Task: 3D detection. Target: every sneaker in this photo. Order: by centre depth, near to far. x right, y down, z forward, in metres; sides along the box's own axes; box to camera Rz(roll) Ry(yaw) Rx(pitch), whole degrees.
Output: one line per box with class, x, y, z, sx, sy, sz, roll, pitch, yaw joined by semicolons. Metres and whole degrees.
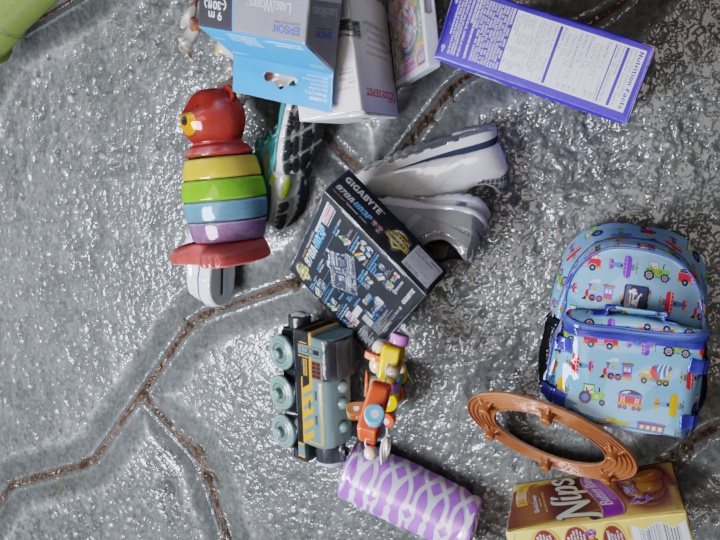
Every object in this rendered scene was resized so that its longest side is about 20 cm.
sneaker;0.054;-0.038;0.812;0.196;0.075;0.084;-8;55;36
sneaker;0.077;-0.109;0.823;0.195;0.077;0.082;-11;111;23
sneaker;-0.102;-0.146;0.856;0.079;0.077;0.203;36;129;21
sneaker;-0.207;-0.055;0.928;0.069;0.072;0.207;11;96;33

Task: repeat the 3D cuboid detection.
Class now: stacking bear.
stacking bear;-0.170;-0.115;0.826;0.120;0.112;0.207;5;103;47

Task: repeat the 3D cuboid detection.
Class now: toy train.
toy train;0.016;0.155;0.819;0.054;0.201;0.154;13;67;10
toy train;-0.059;0.157;0.894;0.112;0.084;0.207;8;103;40

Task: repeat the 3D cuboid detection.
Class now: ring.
ring;0.212;0.195;0.779;0.196;0.202;0.020;23;65;14

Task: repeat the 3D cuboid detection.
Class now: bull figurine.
bull figurine;-0.145;-0.275;0.863;0.121;0.065;0.201;-41;80;-2

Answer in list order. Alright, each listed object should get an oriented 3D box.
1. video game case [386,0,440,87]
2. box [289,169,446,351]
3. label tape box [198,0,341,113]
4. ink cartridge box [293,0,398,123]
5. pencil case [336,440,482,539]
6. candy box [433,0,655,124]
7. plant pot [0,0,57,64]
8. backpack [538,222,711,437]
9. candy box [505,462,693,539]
video game case;0.051;-0.319;0.759;0.017;0.143;0.207;-8;98;-9
box;0.000;0.000;0.819;0.159;0.046;0.201;45;150;7
label tape box;-0.091;-0.272;0.692;0.141;0.063;0.206;17;113;27
ink cartridge box;-0.022;-0.274;0.784;0.082;0.146;0.207;-4;98;20
pencil case;0.064;0.298;0.896;0.196;0.085;0.087;24;143;14
candy box;0.192;-0.221;0.709;0.196;0.169;0.079;23;110;12
plant pot;-0.463;-0.413;0.905;0.186;0.200;0.204;-26;91;8
backpack;0.291;0.056;0.745;0.177;0.134;0.206;11;100;15
candy box;0.274;0.287;0.799;0.195;0.116;0.058;-17;95;20
